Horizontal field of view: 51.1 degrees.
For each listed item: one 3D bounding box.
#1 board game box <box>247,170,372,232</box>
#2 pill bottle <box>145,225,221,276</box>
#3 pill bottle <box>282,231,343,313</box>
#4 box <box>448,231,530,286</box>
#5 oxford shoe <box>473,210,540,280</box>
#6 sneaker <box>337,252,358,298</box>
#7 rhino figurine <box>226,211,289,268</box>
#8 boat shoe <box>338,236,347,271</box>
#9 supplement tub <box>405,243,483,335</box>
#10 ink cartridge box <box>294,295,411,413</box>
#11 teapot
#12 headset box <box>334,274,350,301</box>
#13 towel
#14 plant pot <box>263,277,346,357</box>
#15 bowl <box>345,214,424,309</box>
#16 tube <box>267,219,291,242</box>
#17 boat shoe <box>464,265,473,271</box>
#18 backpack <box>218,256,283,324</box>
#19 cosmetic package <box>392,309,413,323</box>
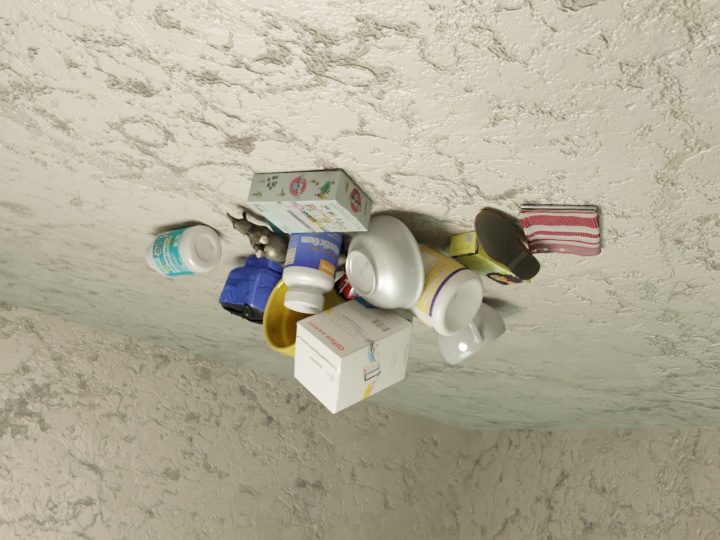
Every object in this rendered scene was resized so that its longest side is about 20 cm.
[{"bbox_3d":[-0.096,-0.131,1.463,0.197,0.065,0.147,2,161,27],"label":"board game box"},{"bbox_3d":[-0.436,-0.044,1.825,0.198,0.112,0.110,-7,156,40],"label":"pill bottle"},{"bbox_3d":[-0.102,-0.018,1.579,0.110,0.203,0.112,8,162,3],"label":"pill bottle"},{"bbox_3d":[0.280,-0.022,1.607,0.199,0.051,0.075,25,157,-36],"label":"box"},{"bbox_3d":[0.278,-0.058,1.486,0.071,0.072,0.200,-38,127,13],"label":"oxford shoe"},{"bbox_3d":[0.000,0.000,1.718,0.070,0.114,0.200,14,162,-9],"label":"sneaker"},{"bbox_3d":[-0.213,-0.066,1.647,0.199,0.060,0.088,35,-166,-17],"label":"rhino figurine"},{"bbox_3d":[-0.067,-0.036,1.763,0.066,0.058,0.200,7,168,-12],"label":"boat shoe"},{"bbox_3d":[0.145,0.032,1.593,0.199,0.146,0.145,33,179,39],"label":"supplement tub"},{"bbox_3d":[-0.018,0.167,1.559,0.198,0.146,0.147,-20,-141,-36],"label":"ink cartridge box"},{"bbox_3d":[0.269,0.140,1.950,0.197,0.147,0.200,-26,171,-48],"label":"teapot"},{"bbox_3d":[0.028,0.102,1.886,0.148,0.075,0.202,-15,108,47],"label":"headset box"},{"bbox_3d":[0.385,-0.074,1.442,0.142,0.023,0.200,2,160,20],"label":"towel"},{"bbox_3d":[-0.100,0.120,1.793,0.199,0.204,0.188,-9,154,45],"label":"plant pot"},{"bbox_3d":[0.032,-0.005,1.525,0.090,0.204,0.200,-19,180,-34],"label":"bowl"},{"bbox_3d":[-0.154,-0.065,1.729,0.076,0.051,0.201,3,154,14],"label":"tube"},{"bbox_3d":[0.227,0.032,1.759,0.060,0.073,0.201,5,164,3],"label":"boat shoe"},{"bbox_3d":[-0.252,0.053,1.924,0.162,0.170,0.199,32,157,-33],"label":"backpack"},{"bbox_3d":[0.069,0.069,1.747,0.106,0.203,0.085,11,164,-11],"label":"cosmetic package"}]
